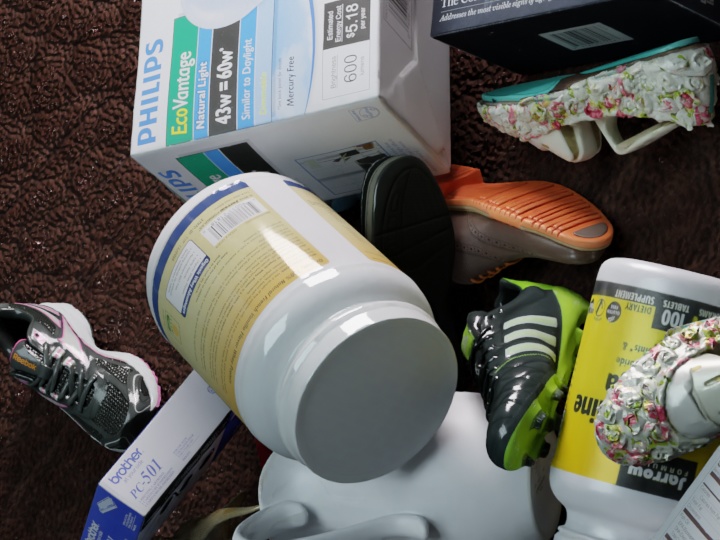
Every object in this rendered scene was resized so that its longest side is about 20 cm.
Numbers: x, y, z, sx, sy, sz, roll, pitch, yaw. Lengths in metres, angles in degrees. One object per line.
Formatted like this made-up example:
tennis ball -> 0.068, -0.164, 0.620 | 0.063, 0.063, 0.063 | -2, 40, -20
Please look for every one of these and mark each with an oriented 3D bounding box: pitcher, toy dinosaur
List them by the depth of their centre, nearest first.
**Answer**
pitcher -> 0.024, 0.155, 1.556 | 0.199, 0.172, 0.122 | -3, 113, 20
toy dinosaur -> -0.116, 0.197, 1.690 | 0.058, 0.200, 0.101 | 42, 78, 8

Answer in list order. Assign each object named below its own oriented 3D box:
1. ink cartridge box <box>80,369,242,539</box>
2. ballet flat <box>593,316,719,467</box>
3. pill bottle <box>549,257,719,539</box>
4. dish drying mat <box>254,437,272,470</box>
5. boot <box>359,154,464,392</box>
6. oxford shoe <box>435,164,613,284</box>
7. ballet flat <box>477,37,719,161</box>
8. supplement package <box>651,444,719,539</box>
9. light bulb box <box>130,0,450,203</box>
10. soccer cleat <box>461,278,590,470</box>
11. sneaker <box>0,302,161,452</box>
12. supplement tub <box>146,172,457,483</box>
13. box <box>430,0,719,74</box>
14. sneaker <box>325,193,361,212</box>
ink cartridge box -> -0.125, 0.119, 1.696 | 0.044, 0.200, 0.094 | 34, 145, 7
ballet flat -> 0.232, 0.056, 1.391 | 0.076, 0.200, 0.064 | 63, 166, -9
pill bottle -> 0.184, 0.100, 1.470 | 0.112, 0.112, 0.201 | 11, 87, 46
dish drying mat -> -0.042, 0.098, 1.702 | 0.200, 0.018, 0.077 | 120, 142, -55
boot -> -0.001, 0.001, 1.668 | 0.154, 0.073, 0.204 | 24, 130, 49
oxford shoe -> 0.100, -0.025, 1.638 | 0.200, 0.071, 0.073 | 18, 116, 47
ballet flat -> 0.160, -0.108, 1.578 | 0.200, 0.076, 0.064 | -10, 97, 48
supplement package -> 0.256, 0.172, 1.376 | 0.200, 0.114, 0.110 | -58, 46, 18
light bulb box -> -0.048, -0.159, 1.668 | 0.199, 0.125, 0.199 | -12, 61, 23
soccer cleat -> 0.099, 0.067, 1.520 | 0.081, 0.200, 0.068 | 16, 119, 9
sneaker -> -0.249, 0.087, 1.929 | 0.200, 0.086, 0.081 | 31, 103, 45
supplement tub -> -0.039, 0.037, 1.528 | 0.200, 0.144, 0.145 | 43, 109, 47
box -> 0.158, -0.248, 1.602 | 0.200, 0.104, 0.183 | -7, 72, 44
sneaker -> -0.079, -0.109, 1.789 | 0.095, 0.079, 0.200 | -32, 51, -8
